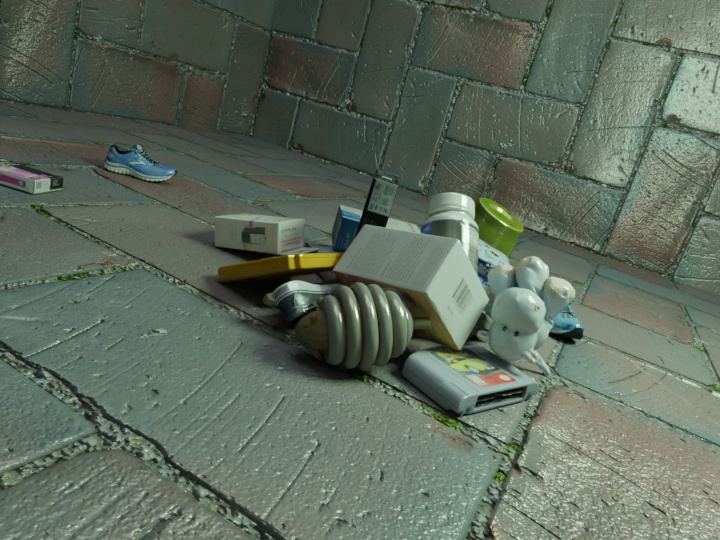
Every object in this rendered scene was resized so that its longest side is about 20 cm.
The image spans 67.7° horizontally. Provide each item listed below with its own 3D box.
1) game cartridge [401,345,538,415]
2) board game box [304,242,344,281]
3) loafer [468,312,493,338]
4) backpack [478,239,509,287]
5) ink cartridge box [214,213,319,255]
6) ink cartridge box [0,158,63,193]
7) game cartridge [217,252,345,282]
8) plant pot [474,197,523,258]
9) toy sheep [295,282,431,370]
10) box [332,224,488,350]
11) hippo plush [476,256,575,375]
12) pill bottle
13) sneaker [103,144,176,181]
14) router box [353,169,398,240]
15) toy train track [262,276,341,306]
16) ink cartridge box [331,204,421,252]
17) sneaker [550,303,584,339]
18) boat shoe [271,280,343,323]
[{"bbox_3d":[0.165,0.160,0.822,0.199,0.041,0.133,2,17,-41],"label":"game cartridge"},{"bbox_3d":[0.000,0.000,1.187,0.199,0.044,0.199,6,18,-31],"label":"board game box"},{"bbox_3d":[0.187,0.100,1.003,0.199,0.070,0.070,20,-23,-31],"label":"loafer"},{"bbox_3d":[0.223,0.007,1.157,0.189,0.155,0.200,22,16,6],"label":"backpack"},{"bbox_3d":[-0.196,-0.080,1.147,0.199,0.068,0.117,8,12,20],"label":"ink cartridge box"},{"bbox_3d":[-0.775,-0.214,1.179,0.199,0.037,0.095,15,15,3],"label":"ink cartridge box"},{"bbox_3d":[-0.124,-0.008,0.954,0.199,0.033,0.176,-10,-4,39],"label":"game cartridge"},{"bbox_3d":[0.286,-0.065,1.308,0.199,0.193,0.201,26,28,-15],"label":"plant pot"},{"bbox_3d":[0.005,0.079,0.772,0.199,0.139,0.138,-8,22,-13],"label":"toy sheep"},{"bbox_3d":[0.082,0.024,0.880,0.199,0.107,0.152,13,-31,43],"label":"box"},{"bbox_3d":[0.249,0.081,0.902,0.159,0.201,0.160,24,24,31],"label":"hippo plush"},{"bbox_3d":[0.169,-0.039,1.031,0.113,0.201,0.114,5,-20,2],"label":"pill bottle"},{"bbox_3d":[-0.632,-0.313,1.550,0.199,0.090,0.079,13,17,-12],"label":"sneaker"},{"bbox_3d":[0.024,-0.095,1.086,0.052,0.201,0.157,17,16,-2],"label":"router box"},{"bbox_3d":[-0.076,0.041,0.953,0.199,0.115,0.033,-11,70,-35],"label":"toy train track"},{"bbox_3d":[0.037,-0.081,1.266,0.199,0.086,0.147,16,15,-9],"label":"ink cartridge box"},{"bbox_3d":[0.454,0.090,1.238,0.078,0.091,0.200,13,17,-10],"label":"sneaker"},{"bbox_3d":[-0.063,0.063,0.882,0.068,0.072,0.200,61,20,20],"label":"boat shoe"}]
